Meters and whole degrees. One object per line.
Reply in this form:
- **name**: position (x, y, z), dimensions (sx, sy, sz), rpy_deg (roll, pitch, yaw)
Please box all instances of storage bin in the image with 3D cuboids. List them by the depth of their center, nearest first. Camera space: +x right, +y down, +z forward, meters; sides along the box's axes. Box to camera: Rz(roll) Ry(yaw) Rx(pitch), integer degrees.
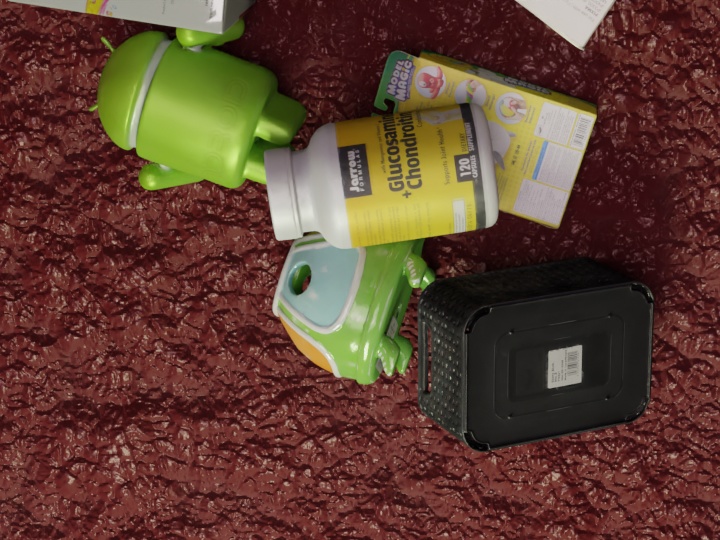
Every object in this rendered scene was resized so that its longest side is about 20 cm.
- **storage bin**: position (0.160, 0.074, 1.619), dimensions (0.198, 0.094, 0.137), rpy_deg (-8, 108, -23)

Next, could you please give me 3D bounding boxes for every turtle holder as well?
- **turtle holder**: position (-0.004, 0.006, 1.648), dimensions (0.131, 0.141, 0.187), rpy_deg (18, 111, 10)

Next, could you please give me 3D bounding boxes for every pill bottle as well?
- **pill bottle**: position (0.018, -0.080, 1.571), dimensions (0.198, 0.112, 0.113), rpy_deg (-9, 105, 0)

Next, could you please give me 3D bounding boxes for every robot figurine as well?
- **robot figurine**: position (-0.153, -0.149, 1.637), dimensions (0.198, 0.116, 0.177), rpy_deg (19, 120, 3)

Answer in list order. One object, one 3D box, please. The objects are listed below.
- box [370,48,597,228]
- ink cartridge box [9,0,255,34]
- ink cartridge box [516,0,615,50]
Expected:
- **box**: position (0.107, -0.125, 1.642), dimensions (0.198, 0.048, 0.118), rpy_deg (18, 108, 0)
- **ink cartridge box**: position (-0.200, -0.278, 1.590), dimensions (0.198, 0.146, 0.084), rpy_deg (9, 110, 6)
- **ink cartridge box**: position (0.216, -0.303, 1.519), dimensions (0.083, 0.147, 0.201), rpy_deg (33, 108, -1)
